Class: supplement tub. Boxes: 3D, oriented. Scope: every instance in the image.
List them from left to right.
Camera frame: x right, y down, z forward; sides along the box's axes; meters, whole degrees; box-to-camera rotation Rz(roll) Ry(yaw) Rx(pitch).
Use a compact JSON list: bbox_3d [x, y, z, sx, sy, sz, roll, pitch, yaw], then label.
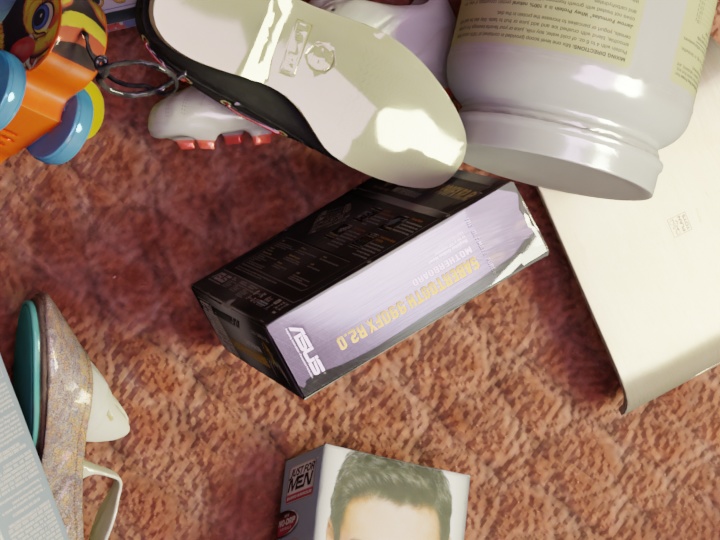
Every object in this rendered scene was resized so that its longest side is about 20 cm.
[{"bbox_3d":[0.131,-0.152,1.486,0.145,0.145,0.200,16,84,-19],"label":"supplement tub"}]

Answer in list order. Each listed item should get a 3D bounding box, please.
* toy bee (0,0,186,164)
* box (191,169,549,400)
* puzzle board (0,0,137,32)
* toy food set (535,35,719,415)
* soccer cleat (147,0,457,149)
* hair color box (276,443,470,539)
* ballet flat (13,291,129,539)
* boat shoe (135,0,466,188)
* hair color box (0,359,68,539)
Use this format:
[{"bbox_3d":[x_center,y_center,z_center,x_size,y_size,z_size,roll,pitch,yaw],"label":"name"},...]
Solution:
[{"bbox_3d":[-0.174,-0.114,1.422,0.200,0.131,0.109,-10,63,19],"label":"toy bee"},{"bbox_3d":[0.000,0.000,1.459,0.158,0.200,0.048,-30,103,-11],"label":"box"},{"bbox_3d":[-0.130,-0.204,1.419,0.200,0.017,0.151,-12,119,10],"label":"puzzle board"},{"bbox_3d":[0.186,-0.029,1.593,0.143,0.060,0.200,-26,99,-10],"label":"toy food set"},{"bbox_3d":[-0.035,-0.121,1.501,0.200,0.069,0.078,-15,98,-21],"label":"soccer cleat"},{"bbox_3d":[0.000,0.212,1.528,0.099,0.061,0.200,14,70,-22],"label":"hair color box"},{"bbox_3d":[-0.171,0.107,1.500,0.067,0.068,0.200,0,110,-21],"label":"ballet flat"},{"bbox_3d":[-0.032,-0.109,1.430,0.201,0.063,0.074,28,83,-16],"label":"boat shoe"},{"bbox_3d":[-0.236,0.116,1.440,0.099,0.061,0.200,-15,98,28],"label":"hair color box"}]
